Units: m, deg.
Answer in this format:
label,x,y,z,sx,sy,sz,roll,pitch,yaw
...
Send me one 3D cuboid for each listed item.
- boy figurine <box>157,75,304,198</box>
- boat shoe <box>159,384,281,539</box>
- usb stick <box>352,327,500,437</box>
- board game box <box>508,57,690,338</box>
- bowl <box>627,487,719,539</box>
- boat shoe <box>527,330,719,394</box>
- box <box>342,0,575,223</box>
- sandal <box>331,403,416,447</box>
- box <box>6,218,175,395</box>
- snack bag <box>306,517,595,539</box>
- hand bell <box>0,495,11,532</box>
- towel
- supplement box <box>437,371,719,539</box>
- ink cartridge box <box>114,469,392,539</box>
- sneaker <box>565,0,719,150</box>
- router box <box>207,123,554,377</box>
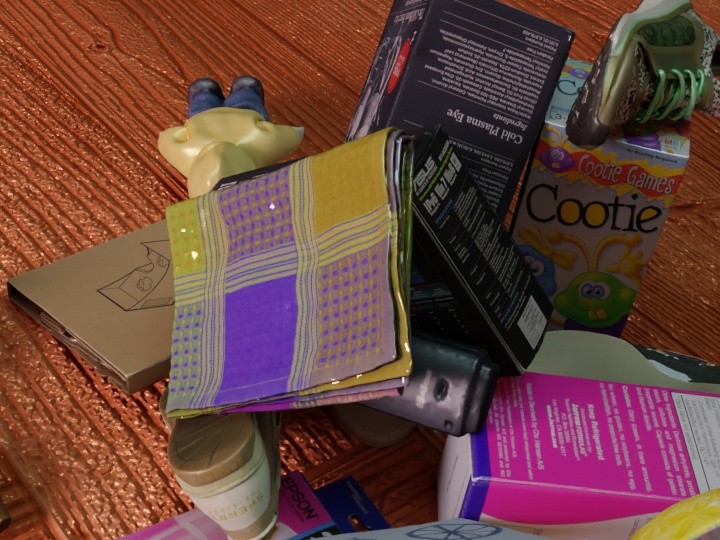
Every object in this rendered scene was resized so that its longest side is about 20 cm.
label,x,y,z,sx,sy,sz,roll,pitch,yaw
boy figurine,-0.108,-0.104,0.955,0.124,0.065,0.200,-5,32,-5
boat shoe,-0.081,0.103,0.718,0.073,0.063,0.201,-26,17,-3
usb stick,-0.015,0.049,0.692,0.200,0.056,0.033,16,-2,20
board game box,0.168,-0.040,0.858,0.105,0.200,0.103,15,39,6
bowl,0.201,0.196,0.612,0.200,0.201,0.108,4,12,-8
boat shoe,0.213,0.093,0.819,0.201,0.074,0.063,15,2,21
box,0.055,-0.106,0.846,0.104,0.182,0.200,18,7,-9
sandal,0.029,0.030,0.843,0.077,0.070,0.212,16,39,7
box,-0.136,0.010,0.849,0.200,0.021,0.163,-26,41,-36
snack bag,0.033,0.146,0.533,0.188,0.021,0.200,0,-5,-32
hand bell,-0.285,0.089,0.707,0.200,0.104,0.104,41,46,16
towel,-0.045,0.006,0.639,0.023,0.200,0.144,15,70,-46
supplement box,0.156,0.138,0.714,0.200,0.101,0.103,8,38,-4
ink cartridge box,-0.062,0.178,0.672,0.200,0.037,0.095,-15,44,-31
sneaker,0.206,-0.131,0.764,0.089,0.077,0.200,31,45,13
router box,0.000,0.000,0.721,0.200,0.150,0.062,-8,38,41
